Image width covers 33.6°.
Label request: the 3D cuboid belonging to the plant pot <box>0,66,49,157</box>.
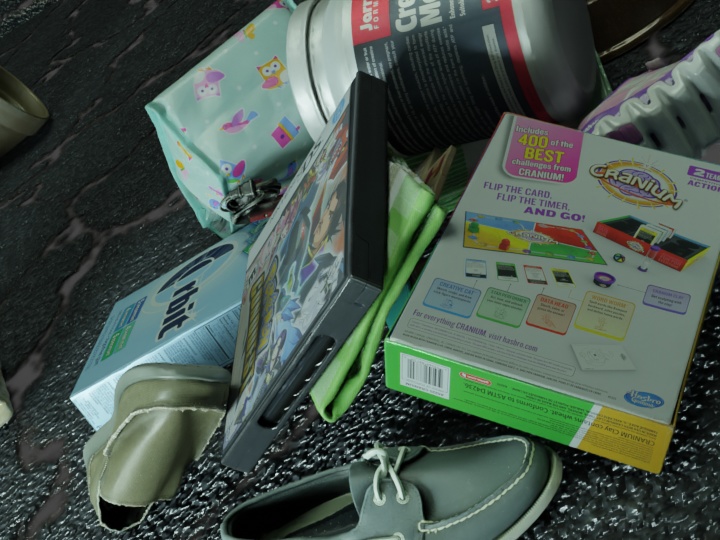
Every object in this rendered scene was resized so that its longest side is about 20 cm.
[{"bbox_3d":[-0.638,-0.244,1.944,0.174,0.200,0.200,-51,24,10],"label":"plant pot"}]

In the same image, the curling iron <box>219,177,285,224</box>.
[{"bbox_3d":[-0.020,-0.073,0.989,0.199,0.026,0.050,-15,-13,-17],"label":"curling iron"}]

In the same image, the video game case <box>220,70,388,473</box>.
[{"bbox_3d":[-0.035,-0.002,0.762,0.181,0.025,0.201,-55,22,37],"label":"video game case"}]

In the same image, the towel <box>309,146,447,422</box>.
[{"bbox_3d":[-0.002,-0.002,0.757,0.150,0.031,0.200,-66,17,11],"label":"towel"}]

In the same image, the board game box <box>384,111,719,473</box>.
[{"bbox_3d":[0.119,0.002,0.666,0.152,0.040,0.200,17,49,17],"label":"board game box"}]

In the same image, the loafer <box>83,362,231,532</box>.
[{"bbox_3d":[-0.134,0.120,0.791,0.200,0.075,0.070,128,141,-53],"label":"loafer"}]

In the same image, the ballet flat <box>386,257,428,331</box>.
[{"bbox_3d":[0.057,0.032,0.764,0.063,0.068,0.200,-4,14,-8],"label":"ballet flat"}]

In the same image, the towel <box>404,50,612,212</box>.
[{"bbox_3d":[0.093,-0.130,0.941,0.199,0.023,0.153,-26,60,18],"label":"towel"}]

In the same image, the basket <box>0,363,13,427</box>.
[{"bbox_3d":[-0.457,0.107,1.114,0.200,0.199,0.161,-41,31,-11],"label":"basket"}]

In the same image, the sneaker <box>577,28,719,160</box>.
[{"bbox_3d":[0.220,-0.115,0.785,0.199,0.081,0.089,-33,19,10],"label":"sneaker"}]

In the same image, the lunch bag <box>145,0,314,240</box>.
[{"bbox_3d":[-0.086,-0.120,1.069,0.170,0.122,0.200,-42,-17,-13],"label":"lunch bag"}]

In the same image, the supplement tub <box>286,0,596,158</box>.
[{"bbox_3d":[0.061,-0.161,0.874,0.199,0.141,0.141,-10,35,24],"label":"supplement tub"}]

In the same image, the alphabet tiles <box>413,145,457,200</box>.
[{"bbox_3d":[0.000,0.000,0.847,0.200,0.008,0.168,-47,14,43],"label":"alphabet tiles"}]

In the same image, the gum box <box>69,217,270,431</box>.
[{"bbox_3d":[-0.130,0.032,0.983,0.199,0.045,0.170,-29,20,14],"label":"gum box"}]

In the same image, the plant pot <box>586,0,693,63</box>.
[{"bbox_3d":[0.166,-0.302,1.014,0.199,0.199,0.201,-29,27,16],"label":"plant pot"}]

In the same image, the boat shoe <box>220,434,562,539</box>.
[{"bbox_3d":[0.011,0.130,0.649,0.199,0.062,0.073,-25,28,23],"label":"boat shoe"}]
